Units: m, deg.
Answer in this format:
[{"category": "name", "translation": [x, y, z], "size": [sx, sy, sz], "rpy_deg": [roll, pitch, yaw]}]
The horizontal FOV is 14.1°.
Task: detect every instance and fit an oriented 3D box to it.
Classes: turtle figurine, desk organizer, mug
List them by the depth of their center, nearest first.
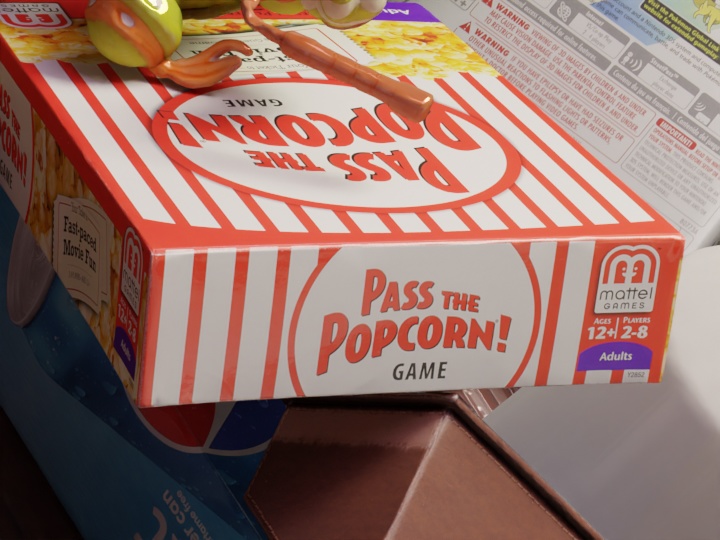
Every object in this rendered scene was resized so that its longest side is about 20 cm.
[{"category": "desk organizer", "translation": [0.045, 0.121, 0.834], "size": [0.200, 0.072, 0.077], "rpy_deg": [45, 60, -34]}, {"category": "turtle figurine", "translation": [-0.028, -0.110, 0.845], "size": [0.199, 0.064, 0.162], "rpy_deg": [21, 65, 33]}, {"category": "mug", "translation": [0.130, 0.076, 0.968], "size": [0.186, 0.153, 0.150], "rpy_deg": [16, 40, -28]}]

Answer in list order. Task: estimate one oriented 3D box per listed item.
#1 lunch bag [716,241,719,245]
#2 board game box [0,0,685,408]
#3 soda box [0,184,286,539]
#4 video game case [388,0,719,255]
[{"category": "lunch bag", "translation": [0.113, -0.076, 1.145], "size": [0.164, 0.118, 0.200], "rpy_deg": [33, 63, -1]}, {"category": "board game box", "translation": [-0.018, -0.025, 0.838], "size": [0.151, 0.047, 0.200], "rpy_deg": [-2, 24, -22]}, {"category": "soda box", "translation": [-0.056, 0.049, 0.909], "size": [0.064, 0.068, 0.200], "rpy_deg": [-11, 58, -46]}, {"category": "video game case", "translation": [0.083, -0.108, 1.080], "size": [0.200, 0.022, 0.182], "rpy_deg": [37, 76, 12]}]
